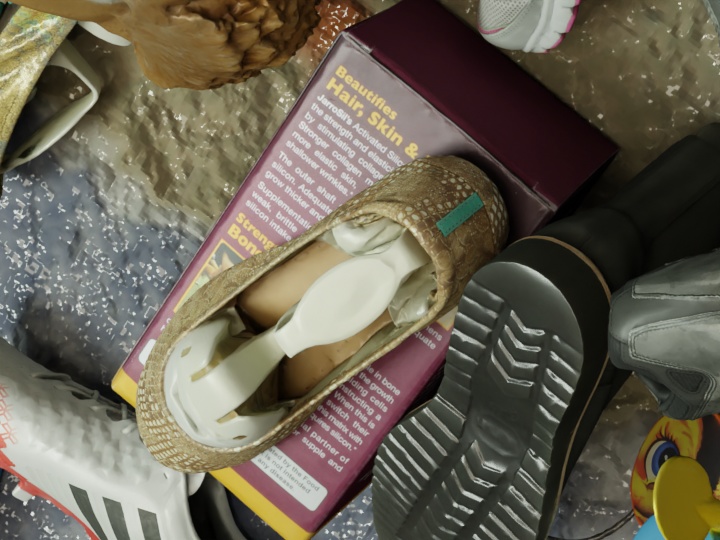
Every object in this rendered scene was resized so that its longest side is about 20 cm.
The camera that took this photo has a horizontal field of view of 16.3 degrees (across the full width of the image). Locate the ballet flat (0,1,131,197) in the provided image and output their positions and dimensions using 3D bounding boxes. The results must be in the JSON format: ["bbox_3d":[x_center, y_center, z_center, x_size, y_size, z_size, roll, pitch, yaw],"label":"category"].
[{"bbox_3d":[-0.131,-0.104,1.078,0.071,0.071,0.200,43,118,5],"label":"ballet flat"}]

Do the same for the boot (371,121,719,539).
[{"bbox_3d":[0.087,0.041,1.007,0.077,0.138,0.200,42,139,13],"label":"boot"}]

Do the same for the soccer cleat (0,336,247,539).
[{"bbox_3d":[-0.108,0.087,1.131,0.085,0.069,0.200,-40,92,20],"label":"soccer cleat"}]

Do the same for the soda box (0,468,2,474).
[{"bbox_3d":[-0.227,0.150,1.198,0.064,0.068,0.201,25,116,15],"label":"soda box"}]

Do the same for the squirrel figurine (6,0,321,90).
[{"bbox_3d":[-0.066,-0.181,0.972,0.141,0.187,0.200,-14,138,40],"label":"squirrel figurine"}]

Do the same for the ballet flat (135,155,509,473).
[{"bbox_3d":[-0.029,0.023,0.971,0.200,0.065,0.071,-41,89,30],"label":"ballet flat"}]

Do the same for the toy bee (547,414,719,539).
[{"bbox_3d":[0.142,0.092,0.996,0.199,0.131,0.109,20,90,28],"label":"toy bee"}]

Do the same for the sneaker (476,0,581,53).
[{"bbox_3d":[0.043,-0.156,0.928,0.088,0.082,0.200,5,147,8],"label":"sneaker"}]

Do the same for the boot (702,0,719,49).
[{"bbox_3d":[0.187,-0.125,0.869,0.181,0.073,0.201,-7,62,1],"label":"boot"}]

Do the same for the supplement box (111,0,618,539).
[{"bbox_3d":[0.000,0.000,1.037,0.110,0.086,0.200,40,119,7],"label":"supplement box"}]

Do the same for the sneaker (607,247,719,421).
[{"bbox_3d":[0.149,0.025,0.928,0.090,0.200,0.067,-7,78,28],"label":"sneaker"}]
